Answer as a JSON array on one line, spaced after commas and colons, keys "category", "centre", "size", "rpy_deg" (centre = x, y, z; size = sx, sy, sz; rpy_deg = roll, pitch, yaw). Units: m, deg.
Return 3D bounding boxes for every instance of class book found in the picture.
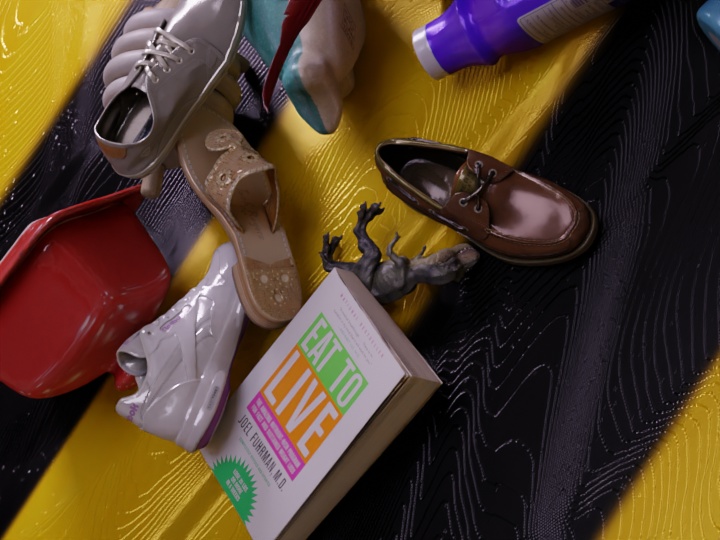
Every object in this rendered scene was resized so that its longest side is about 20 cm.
[{"category": "book", "centre": [-0.040, 0.115, 1.495], "size": [0.200, 0.048, 0.134], "rpy_deg": [-52, 51, 18]}]

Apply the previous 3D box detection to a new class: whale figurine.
[{"category": "whale figurine", "centre": [-0.057, -0.201, 1.576], "size": [0.103, 0.159, 0.201], "rpy_deg": [-14, 48, 14]}]

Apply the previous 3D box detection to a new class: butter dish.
[{"category": "butter dish", "centre": [-0.239, 0.042, 1.600], "size": [0.148, 0.200, 0.200], "rpy_deg": [44, 111, 8]}]

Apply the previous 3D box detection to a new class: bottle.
[{"category": "bottle", "centre": [0.138, -0.219, 1.505], "size": [0.199, 0.083, 0.066], "rpy_deg": [-25, 71, 23]}]

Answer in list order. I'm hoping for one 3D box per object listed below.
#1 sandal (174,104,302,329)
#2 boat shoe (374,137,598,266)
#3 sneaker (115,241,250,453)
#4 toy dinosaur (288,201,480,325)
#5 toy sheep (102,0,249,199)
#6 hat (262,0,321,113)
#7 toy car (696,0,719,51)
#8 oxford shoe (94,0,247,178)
[{"category": "sandal", "centre": [-0.087, -0.061, 1.539], "size": [0.070, 0.077, 0.213], "rpy_deg": [-39, 67, 49]}, {"category": "boat shoe", "centre": [0.093, -0.057, 1.476], "size": [0.199, 0.068, 0.072], "rpy_deg": [17, 79, 36]}, {"category": "sneaker", "centre": [-0.146, 0.051, 1.546], "size": [0.099, 0.075, 0.201], "rpy_deg": [18, 54, -5]}, {"category": "toy dinosaur", "centre": [0.000, 0.000, 1.530], "size": [0.199, 0.047, 0.089], "rpy_deg": [-26, 65, 26]}, {"category": "toy sheep", "centre": [-0.167, -0.158, 1.646], "size": [0.137, 0.138, 0.201], "rpy_deg": [-8, 67, 30]}, {"category": "hat", "centre": [-0.012, -0.257, 1.500], "size": [0.199, 0.177, 0.166], "rpy_deg": [-18, 17, 1]}, {"category": "toy car", "centre": [0.296, -0.271, 1.326], "size": [0.184, 0.200, 0.177], "rpy_deg": [-44, 81, 5]}, {"category": "oxford shoe", "centre": [-0.159, -0.172, 1.546], "size": [0.075, 0.058, 0.201], "rpy_deg": [28, 86, 34]}]
